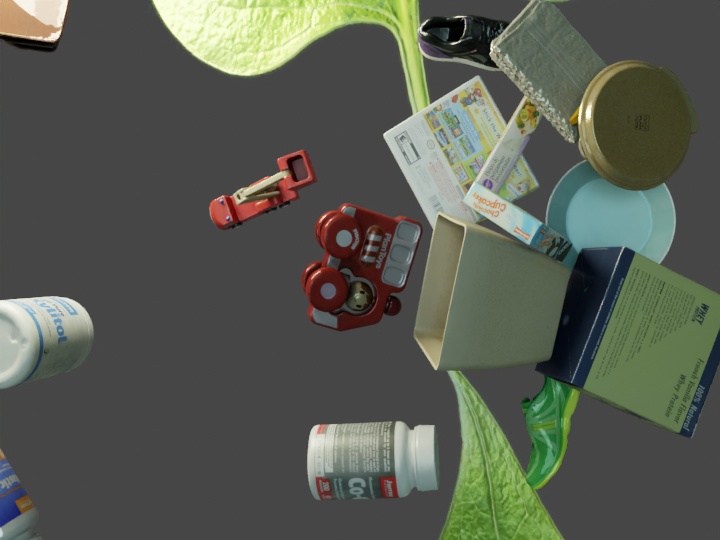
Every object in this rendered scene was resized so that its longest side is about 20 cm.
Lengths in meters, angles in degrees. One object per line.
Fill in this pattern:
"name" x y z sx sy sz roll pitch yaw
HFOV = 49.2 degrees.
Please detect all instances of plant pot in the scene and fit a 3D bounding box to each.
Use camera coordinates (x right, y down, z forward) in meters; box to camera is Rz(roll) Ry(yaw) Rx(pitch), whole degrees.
"plant pot" 0.195 0.038 1.166 0.173 0.200 0.205 10 98 -8

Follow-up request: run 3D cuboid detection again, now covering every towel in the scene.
"towel" 0.295 -0.304 1.190 0.200 0.034 0.133 46 75 -6

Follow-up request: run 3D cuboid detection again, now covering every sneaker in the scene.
"sneaker" 0.184 -0.355 1.212 0.195 0.088 0.078 3 91 8
"sneaker" 0.282 0.234 1.215 0.082 0.074 0.205 14 84 5

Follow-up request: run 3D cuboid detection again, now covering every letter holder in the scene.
"letter holder" -0.525 -0.476 1.310 0.139 0.101 0.205 8 92 6

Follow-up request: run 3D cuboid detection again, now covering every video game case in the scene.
"video game case" 0.159 -0.175 1.252 0.180 0.023 0.203 -29 86 8

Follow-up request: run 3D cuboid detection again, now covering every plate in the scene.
"plate" 0.385 -0.076 1.218 0.195 0.026 0.206 0 91 9

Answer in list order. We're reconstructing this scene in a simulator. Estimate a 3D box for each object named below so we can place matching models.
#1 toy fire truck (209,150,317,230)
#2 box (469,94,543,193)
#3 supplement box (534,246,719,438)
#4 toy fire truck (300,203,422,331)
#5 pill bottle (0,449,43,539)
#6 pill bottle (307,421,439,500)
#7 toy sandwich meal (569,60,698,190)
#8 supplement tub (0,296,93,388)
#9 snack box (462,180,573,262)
"toy fire truck" -0.157 -0.121 1.238 0.196 0.141 0.050 -22 88 8
"box" 0.234 -0.197 1.206 0.038 0.041 0.202 31 81 0
"supplement box" 0.393 0.098 1.129 0.196 0.134 0.204 23 87 -9
"toy fire truck" 0.000 0.000 1.242 0.164 0.112 0.205 16 94 -11
"pill bottle" -0.615 0.406 1.326 0.111 0.112 0.202 -34 86 7
"pill bottle" 0.023 0.297 1.230 0.195 0.114 0.117 -4 90 9
"toy sandwich meal" 0.401 -0.215 1.160 0.200 0.070 0.211 0 89 -12
"supplement tub" -0.533 0.111 1.266 0.129 0.200 0.136 0 91 8
"snack box" 0.232 -0.067 1.138 0.115 0.199 0.038 36 100 26
